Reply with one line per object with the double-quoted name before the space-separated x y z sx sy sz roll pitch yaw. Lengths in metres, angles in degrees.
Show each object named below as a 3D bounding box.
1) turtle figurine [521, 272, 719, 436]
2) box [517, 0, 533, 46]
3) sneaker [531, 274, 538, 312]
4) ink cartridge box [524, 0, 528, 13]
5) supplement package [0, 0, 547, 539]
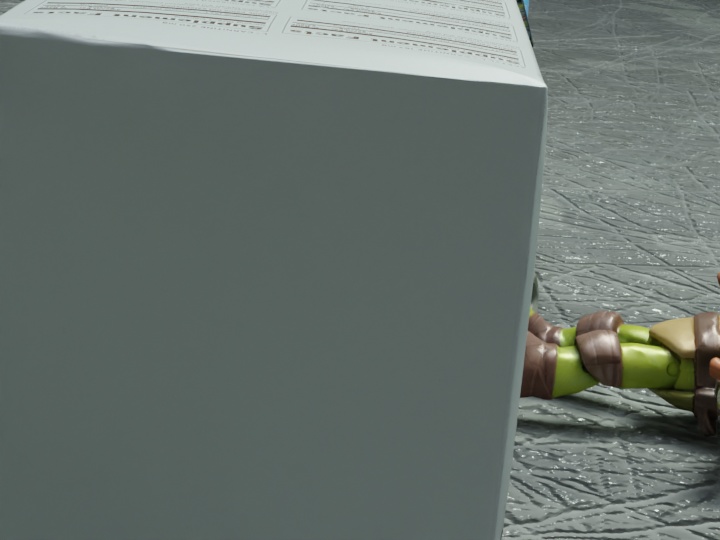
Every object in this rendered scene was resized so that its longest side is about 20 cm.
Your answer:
"turtle figurine" 0.144 0.034 0.868 0.160 0.065 0.200 1 22 11
"box" -0.007 -0.129 1.111 0.199 0.040 0.137 -19 -15 6
"sneaker" 0.000 0.000 0.924 0.199 0.076 0.092 -5 23 -36
"ink cartridge box" 0.012 -0.118 1.278 0.128 0.126 0.200 12 14 21
"supplement package" -0.028 0.013 0.605 0.146 0.193 0.200 6 15 1
